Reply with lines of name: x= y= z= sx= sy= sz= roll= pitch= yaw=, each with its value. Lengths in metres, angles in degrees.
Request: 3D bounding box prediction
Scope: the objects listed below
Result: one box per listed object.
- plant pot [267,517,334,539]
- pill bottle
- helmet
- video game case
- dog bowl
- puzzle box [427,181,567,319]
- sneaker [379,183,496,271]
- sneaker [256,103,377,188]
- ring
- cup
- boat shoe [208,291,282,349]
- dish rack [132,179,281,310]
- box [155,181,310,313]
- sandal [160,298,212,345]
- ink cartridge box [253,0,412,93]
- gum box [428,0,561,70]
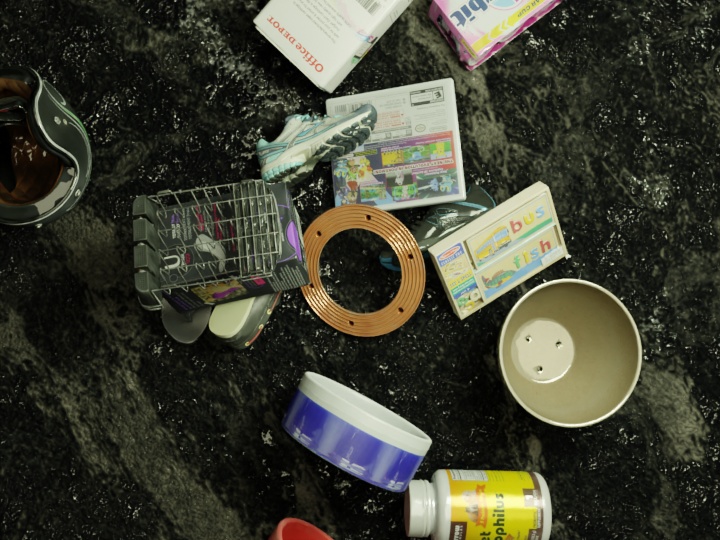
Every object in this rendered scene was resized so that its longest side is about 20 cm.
plant pot: x=-0.095 y=0.476 z=1.058 sx=0.200 sy=0.200 sz=0.177 roll=43 pitch=94 yaw=1
pill bottle: x=0.165 y=0.344 z=1.116 sx=0.198 sy=0.109 sz=0.110 roll=2 pitch=85 yaw=-3
helmet: x=-0.472 y=-0.164 z=1.081 sx=0.198 sy=0.191 sz=0.201 roll=-6 pitch=48 yaw=7
video game case: x=0.051 y=-0.183 z=1.169 sx=0.198 sy=0.023 sz=0.184 roll=-7 pitch=85 yaw=13
dog bowl: x=-0.006 y=0.221 z=1.070 sx=0.199 sy=0.200 sz=0.079 roll=28 pitch=87 yaw=-1
puzzle box: x=0.208 y=-0.029 z=1.154 sx=0.199 sy=0.025 sz=0.133 roll=-31 pitch=125 yaw=-5
sneaker: x=0.115 y=-0.063 z=1.176 sx=0.199 sy=0.073 sz=0.082 roll=-22 pitch=68 yaw=-9
sneaker: x=-0.071 y=-0.204 z=1.151 sx=0.199 sy=0.078 sz=0.087 roll=-28 pitch=75 yaw=9
ring: x=0.000 y=0.000 z=1.142 sx=0.199 sy=0.019 sz=0.202 roll=5 pitch=108 yaw=17
cup: x=0.283 y=0.118 z=1.124 sx=0.199 sy=0.143 sz=0.202 roll=0 pitch=85 yaw=-3
boat shoe: x=-0.150 y=0.022 z=1.151 sx=0.073 sy=0.063 sz=0.202 roll=18 pitch=69 yaw=29
dish rack: x=-0.200 y=-0.040 z=1.004 sx=0.198 sy=0.055 sz=0.155 roll=-9 pitch=70 yaw=1
box: x=-0.182 y=-0.030 z=1.083 sx=0.198 sy=0.106 sz=0.123 roll=-11 pitch=67 yaw=1
sandal: x=-0.249 y=0.010 z=1.152 sx=0.076 sy=0.043 sz=0.202 roll=13 pitch=85 yaw=-2
ink cartridge box: x=-0.038 y=-0.389 z=1.156 sx=0.145 sy=0.084 sz=0.200 roll=43 pitch=99 yaw=1
gum box: x=0.210 y=-0.416 z=1.201 sx=0.200 sy=0.066 sz=0.114 roll=-38 pitch=87 yaw=-5
